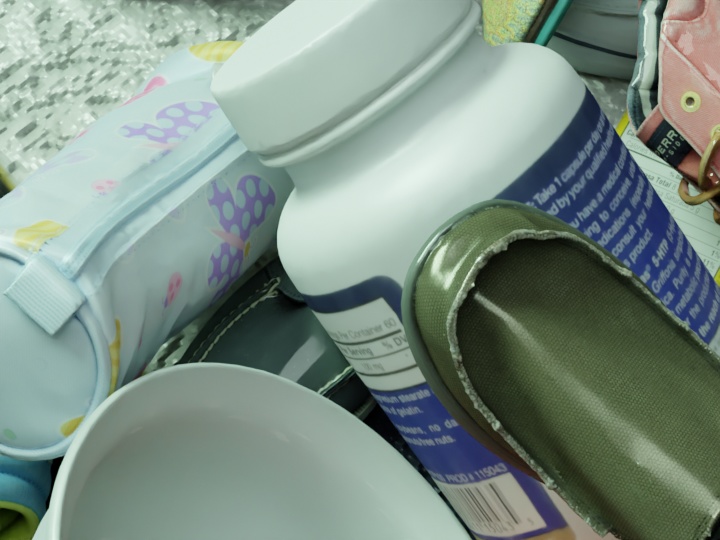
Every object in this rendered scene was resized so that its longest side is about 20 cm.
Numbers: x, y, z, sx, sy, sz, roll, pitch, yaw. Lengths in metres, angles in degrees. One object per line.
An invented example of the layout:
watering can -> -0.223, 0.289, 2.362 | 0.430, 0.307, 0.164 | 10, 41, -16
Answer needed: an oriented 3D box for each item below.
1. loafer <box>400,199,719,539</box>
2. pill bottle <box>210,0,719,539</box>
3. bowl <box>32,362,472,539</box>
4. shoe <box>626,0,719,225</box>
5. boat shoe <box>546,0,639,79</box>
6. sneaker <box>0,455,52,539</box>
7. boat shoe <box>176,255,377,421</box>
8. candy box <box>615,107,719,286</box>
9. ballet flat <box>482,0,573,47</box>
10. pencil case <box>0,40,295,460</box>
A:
loafer -> 0.097, 0.053, 0.722 | 0.200, 0.070, 0.075 | 41, 81, -17
pill bottle -> 0.042, -0.007, 0.799 | 0.120, 0.120, 0.201 | -40, 106, -19
bowl -> -0.041, 0.138, 0.769 | 0.200, 0.090, 0.202 | 30, 38, -27
shoe -> 0.143, -0.031, 0.848 | 0.090, 0.072, 0.202 | 5, 65, -6
boat shoe -> 0.150, -0.122, 0.942 | 0.198, 0.067, 0.074 | 2, 60, 4
sneaker -> -0.201, 0.061, 0.850 | 0.198, 0.080, 0.131 | -2, 59, 3
boat shoe -> 0.000, 0.000, 0.883 | 0.200, 0.062, 0.073 | -39, 65, -18
candy box -> 0.175, 0.007, 0.891 | 0.199, 0.026, 0.103 | 26, 64, 16
ballet flat -> 0.087, -0.169, 0.903 | 0.070, 0.071, 0.201 | 34, 94, 20
pencil case -> -0.080, -0.013, 0.834 | 0.083, 0.090, 0.200 | 56, 35, -9
